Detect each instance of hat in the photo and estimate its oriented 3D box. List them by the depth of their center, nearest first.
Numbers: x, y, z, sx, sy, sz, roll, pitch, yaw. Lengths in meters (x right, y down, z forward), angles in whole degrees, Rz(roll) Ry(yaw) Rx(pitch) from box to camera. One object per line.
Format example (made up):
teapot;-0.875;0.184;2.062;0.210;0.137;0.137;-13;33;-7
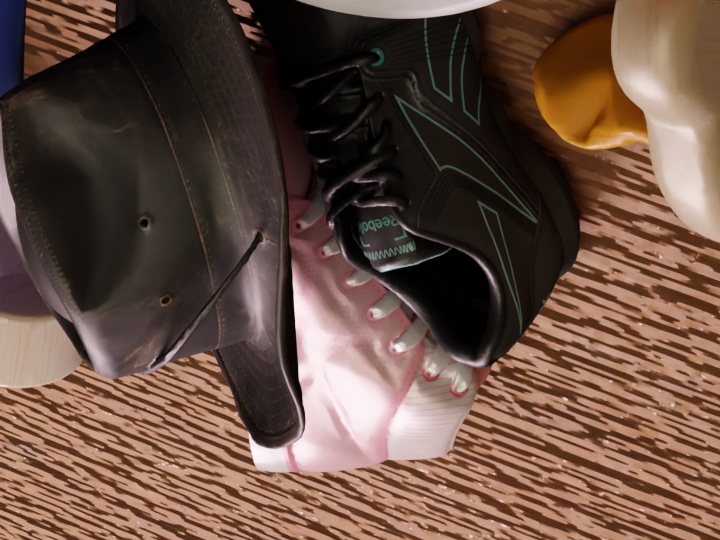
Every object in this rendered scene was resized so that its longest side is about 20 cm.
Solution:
hat;-0.085;-0.025;0.812;0.080;0.201;0.201;-15;140;-14

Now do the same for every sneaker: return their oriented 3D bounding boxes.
sneaker;0.014;-0.051;0.847;0.075;0.079;0.200;-15;124;40
sneaker;0.000;0.000;0.922;0.104;0.076;0.201;1;130;10

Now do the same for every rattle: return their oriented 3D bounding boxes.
rattle;0.082;-0.092;0.711;0.143;0.131;0.200;40;-165;34

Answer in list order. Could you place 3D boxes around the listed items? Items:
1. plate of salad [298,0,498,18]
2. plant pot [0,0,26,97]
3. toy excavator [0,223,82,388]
plate of salad;-0.013;-0.159;0.673;0.199;0.048;0.201;18;139;16
plant pot;-0.237;-0.121;0.777;0.200;0.179;0.201;45;149;24
toy excavator;-0.201;-0.042;0.918;0.199;0.195;0.100;7;127;-11
